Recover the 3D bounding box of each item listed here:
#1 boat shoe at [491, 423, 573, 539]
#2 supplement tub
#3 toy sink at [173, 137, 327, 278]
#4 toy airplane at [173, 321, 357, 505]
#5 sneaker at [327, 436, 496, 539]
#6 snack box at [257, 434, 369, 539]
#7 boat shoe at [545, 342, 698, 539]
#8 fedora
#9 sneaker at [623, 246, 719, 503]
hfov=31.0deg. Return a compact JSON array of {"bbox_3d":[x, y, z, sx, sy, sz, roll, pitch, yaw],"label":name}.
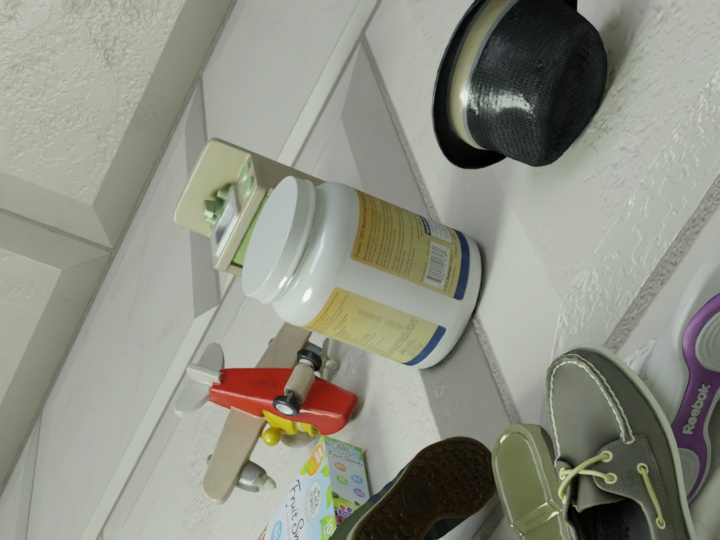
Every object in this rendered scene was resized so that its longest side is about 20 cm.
[{"bbox_3d":[0.148,0.198,0.868,0.075,0.068,0.200,-34,60,51],"label":"boat shoe"},{"bbox_3d":[0.000,0.000,1.257,0.144,0.200,0.144,-52,25,38],"label":"supplement tub"},{"bbox_3d":[-0.122,-0.061,1.640,0.130,0.200,0.112,-61,21,20],"label":"toy sink"},{"bbox_3d":[-0.107,0.154,1.474,0.200,0.141,0.199,-33,39,2],"label":"toy airplane"},{"bbox_3d":[0.028,0.201,1.038,0.090,0.067,0.200,-41,-7,38],"label":"sneaker"},{"bbox_3d":[-0.057,0.290,1.333,0.200,0.053,0.142,-59,23,25],"label":"snack box"},{"bbox_3d":[0.156,0.140,0.786,0.072,0.060,0.202,-30,71,38],"label":"boat shoe"},{"bbox_3d":[0.153,-0.164,1.142,0.092,0.201,0.201,37,108,36],"label":"fedora"},{"bbox_3d":[0.205,0.058,0.848,0.200,0.075,0.100,-64,21,12],"label":"sneaker"}]
